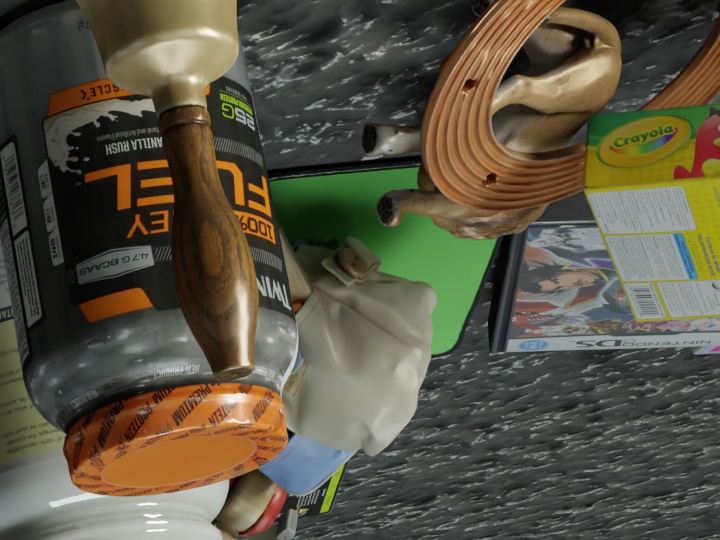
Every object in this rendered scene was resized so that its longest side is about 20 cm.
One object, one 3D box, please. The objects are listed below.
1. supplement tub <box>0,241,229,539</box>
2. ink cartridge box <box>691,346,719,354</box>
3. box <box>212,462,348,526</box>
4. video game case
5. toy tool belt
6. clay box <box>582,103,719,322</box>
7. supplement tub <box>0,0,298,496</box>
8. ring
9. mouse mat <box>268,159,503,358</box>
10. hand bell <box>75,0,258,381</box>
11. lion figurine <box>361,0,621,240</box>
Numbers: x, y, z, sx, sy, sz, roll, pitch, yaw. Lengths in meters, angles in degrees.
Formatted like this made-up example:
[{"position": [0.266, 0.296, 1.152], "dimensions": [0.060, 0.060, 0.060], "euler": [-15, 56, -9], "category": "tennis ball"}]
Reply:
[{"position": [-0.145, 0.067, 1.427], "dimensions": [0.144, 0.201, 0.145], "euler": [-10, 161, -4], "category": "supplement tub"}, {"position": [0.321, 0.015, 1.815], "dimensions": [0.199, 0.042, 0.119], "euler": [-4, 160, -27], "category": "ink cartridge box"}, {"position": [-0.103, 0.118, 1.732], "dimensions": [0.192, 0.048, 0.200], "euler": [-11, 160, -10], "category": "box"}, {"position": [0.170, 0.001, 1.648], "dimensions": [0.179, 0.026, 0.200], "euler": [-1, 158, -2], "category": "video game case"}, {"position": [-0.057, 0.058, 1.528], "dimensions": [0.122, 0.125, 0.200], "euler": [30, 130, -19], "category": "toy tool belt"}, {"position": [0.212, -0.030, 1.300], "dimensions": [0.199, 0.048, 0.115], "euler": [-5, 145, 17], "category": "clay box"}, {"position": [-0.095, -0.011, 1.236], "dimensions": [0.122, 0.201, 0.123], "euler": [-11, 162, -4], "category": "supplement tub"}, {"position": [0.110, -0.103, 1.277], "dimensions": [0.200, 0.019, 0.201], "euler": [-27, 151, -16], "category": "ring"}, {"position": [0.000, 0.000, 1.560], "dimensions": [0.160, 0.008, 0.200], "euler": [-6, 148, -17], "category": "mouse mat"}, {"position": [-0.068, -0.052, 1.136], "dimensions": [0.103, 0.201, 0.104], "euler": [-11, 162, -4], "category": "hand bell"}, {"position": [0.078, -0.073, 1.365], "dimensions": [0.122, 0.073, 0.200], "euler": [-3, 157, -34], "category": "lion figurine"}]
